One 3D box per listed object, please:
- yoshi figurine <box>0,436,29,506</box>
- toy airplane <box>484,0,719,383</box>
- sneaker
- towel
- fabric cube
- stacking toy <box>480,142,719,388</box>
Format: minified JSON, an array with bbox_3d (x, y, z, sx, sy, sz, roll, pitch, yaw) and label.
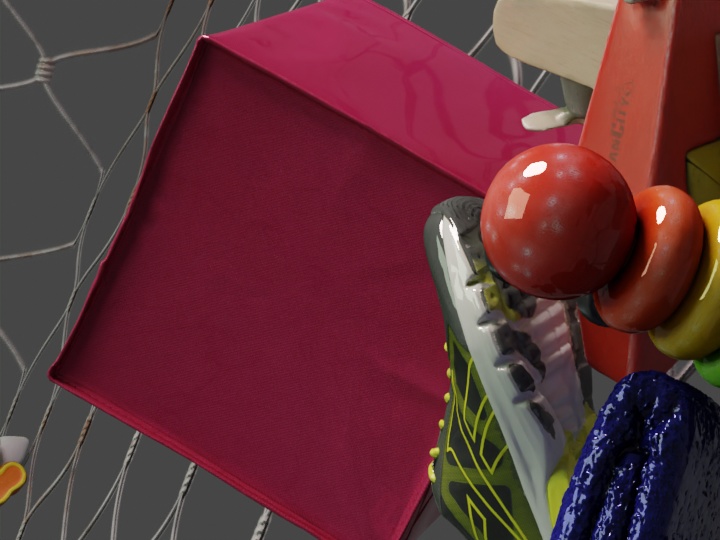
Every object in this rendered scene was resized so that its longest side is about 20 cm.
[{"bbox_3d":[-0.426,0.224,2.794,0.200,0.112,0.113,152,132,-72],"label":"yoshi figurine"},{"bbox_3d":[0.143,-0.074,1.091,0.199,0.141,0.200,-41,56,43],"label":"toy airplane"},{"bbox_3d":[0.058,0.068,1.136,0.085,0.074,0.200,-21,87,36],"label":"sneaker"},{"bbox_3d":[0.103,0.118,0.953,0.200,0.049,0.148,33,-109,-69],"label":"towel"},{"bbox_3d":[0.000,0.000,1.288,0.200,0.196,0.199,-63,-11,20],"label":"fabric cube"},{"bbox_3d":[0.133,0.008,0.917,0.085,0.200,0.085,-59,16,29],"label":"stacking toy"}]
